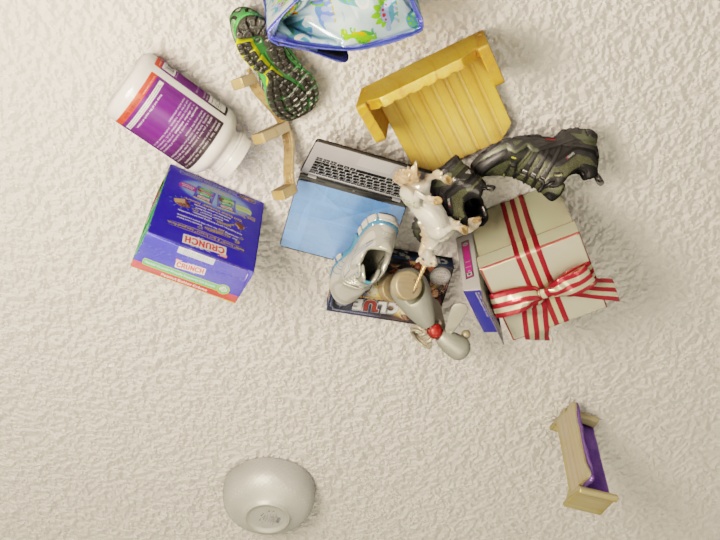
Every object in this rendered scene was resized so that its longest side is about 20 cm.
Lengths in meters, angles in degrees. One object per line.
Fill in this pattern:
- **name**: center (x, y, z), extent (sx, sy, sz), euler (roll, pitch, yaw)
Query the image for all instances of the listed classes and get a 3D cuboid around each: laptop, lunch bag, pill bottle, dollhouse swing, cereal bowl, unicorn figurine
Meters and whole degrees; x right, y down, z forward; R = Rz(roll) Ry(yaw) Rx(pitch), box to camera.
- **laptop**: center (-0.011, -0.097, 1.335), extent (0.187, 0.116, 0.200), euler (14, 162, -11)
- **lunch bag**: center (-0.030, -0.360, 1.113), extent (0.200, 0.170, 0.128), euler (-13, 124, 1)
- **pill bottle**: center (-0.265, -0.222, 1.248), extent (0.200, 0.112, 0.112), euler (35, 118, -22)
- **dollhouse swing**: center (0.124, -0.223, 1.233), extent (0.200, 0.182, 0.176), euler (-22, 111, 14)
- **cereal bowl**: center (-0.195, 0.491, 1.771), extent (0.200, 0.083, 0.200), euler (0, 124, -1)
- **unicorn figurine**: center (0.111, -0.076, 1.278), extent (0.074, 0.137, 0.200), euler (-30, 104, -31)

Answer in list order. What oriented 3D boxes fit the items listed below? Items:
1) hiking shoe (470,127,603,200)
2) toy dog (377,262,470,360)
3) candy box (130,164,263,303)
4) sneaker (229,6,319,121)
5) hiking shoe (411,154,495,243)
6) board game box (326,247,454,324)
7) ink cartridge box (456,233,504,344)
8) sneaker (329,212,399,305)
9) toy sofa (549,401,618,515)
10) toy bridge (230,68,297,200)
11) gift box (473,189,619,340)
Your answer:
- **hiking shoe**: center (0.273, -0.156, 1.297), extent (0.200, 0.076, 0.101), euler (-11, 82, 6)
- **toy dog**: center (0.120, 0.053, 1.422), extent (0.096, 0.132, 0.200), euler (-49, 125, -15)
- **candy box**: center (-0.247, -0.059, 1.309), extent (0.169, 0.200, 0.077), euler (22, 122, -16)
- **sneaker**: center (-0.123, -0.302, 1.223), extent (0.078, 0.085, 0.200), euler (-28, 137, 2)
- **hiking shoe**: center (0.147, -0.087, 1.333), extent (0.101, 0.076, 0.200), euler (38, 150, 15)
- **board game box**: center (0.050, 0.025, 1.475), extent (0.200, 0.035, 0.136), euler (9, 125, -7)
- **ink cartridge box**: center (0.196, 0.030, 1.381), extent (0.037, 0.200, 0.095), euler (-22, 122, 14)
- **sneaker**: center (0.000, 0.000, 1.363), extent (0.075, 0.087, 0.200), euler (15, 134, -15)
- **toy sofa**: center (0.435, 0.357, 1.619), extent (0.083, 0.200, 0.098), euler (17, 128, -12)
- **toy bridge**: center (-0.136, -0.211, 1.283), extent (0.027, 0.067, 0.200), euler (-3, 113, 41)
- **gift box**: center (0.299, -0.002, 1.369), extent (0.184, 0.187, 0.200), euler (-26, 121, 16)
